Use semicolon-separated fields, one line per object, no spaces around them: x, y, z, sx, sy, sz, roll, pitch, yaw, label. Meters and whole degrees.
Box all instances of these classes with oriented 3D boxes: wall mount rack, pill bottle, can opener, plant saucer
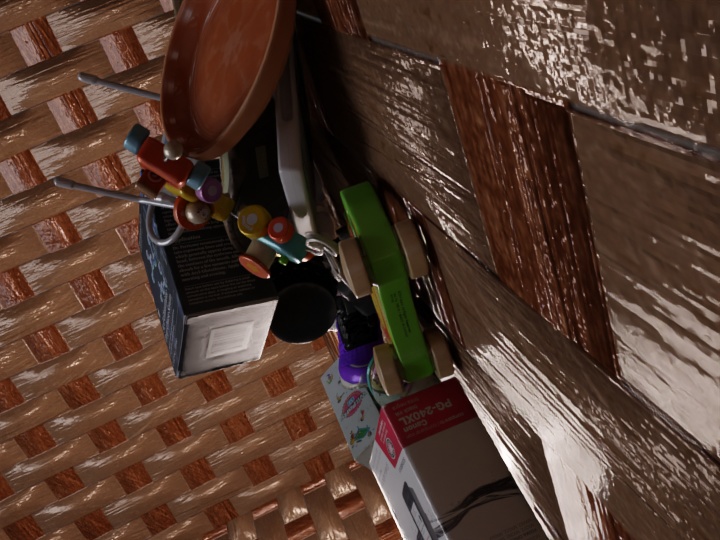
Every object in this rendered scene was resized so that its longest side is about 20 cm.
-0.227;-0.133;0.777;0.074;0.173;0.201;17;-95;-56;wall mount rack
-0.091;0.003;0.950;0.200;0.111;0.112;-116;5;-57;pill bottle
0.000;0.000;0.872;0.054;0.067;0.200;62;-175;21;can opener
-0.114;-0.192;0.641;0.032;0.201;0.201;14;-147;-39;plant saucer

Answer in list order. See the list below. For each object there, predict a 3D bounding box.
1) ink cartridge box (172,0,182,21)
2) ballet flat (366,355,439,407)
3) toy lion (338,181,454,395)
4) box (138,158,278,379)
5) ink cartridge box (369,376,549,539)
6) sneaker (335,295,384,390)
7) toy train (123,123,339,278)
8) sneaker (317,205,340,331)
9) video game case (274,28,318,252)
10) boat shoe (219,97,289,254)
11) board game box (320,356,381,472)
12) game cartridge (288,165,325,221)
-0.175;-0.281;0.948;0.200;0.075;0.166;78;177;-74;ink cartridge box
0.065;0.144;0.810;0.071;0.069;0.200;33;163;29;ballet flat
0.019;0.001;0.690;0.192;0.068;0.201;-111;2;-49;toy lion
-0.184;-0.004;0.868;0.149;0.106;0.201;114;139;-53;box
0.089;0.226;0.687;0.146;0.083;0.201;97;151;-54;ink cartridge box
-0.006;0.080;0.984;0.200;0.069;0.100;-103;-2;-73;sneaker
-0.120;-0.046;0.651;0.199;0.056;0.150;31;174;-17;toy train
-0.045;0.001;1.093;0.088;0.081;0.201;11;119;48;sneaker
-0.063;-0.133;0.729;0.200;0.023;0.184;85;180;-70;video game case
-0.111;-0.108;0.749;0.201;0.071;0.076;99;149;-42;boat shoe
0.035;0.212;1.009;0.147;0.064;0.200;40;-173;-26;board game box
-0.105;-0.128;0.926;0.200;0.041;0.134;-48;-59;-70;game cartridge
